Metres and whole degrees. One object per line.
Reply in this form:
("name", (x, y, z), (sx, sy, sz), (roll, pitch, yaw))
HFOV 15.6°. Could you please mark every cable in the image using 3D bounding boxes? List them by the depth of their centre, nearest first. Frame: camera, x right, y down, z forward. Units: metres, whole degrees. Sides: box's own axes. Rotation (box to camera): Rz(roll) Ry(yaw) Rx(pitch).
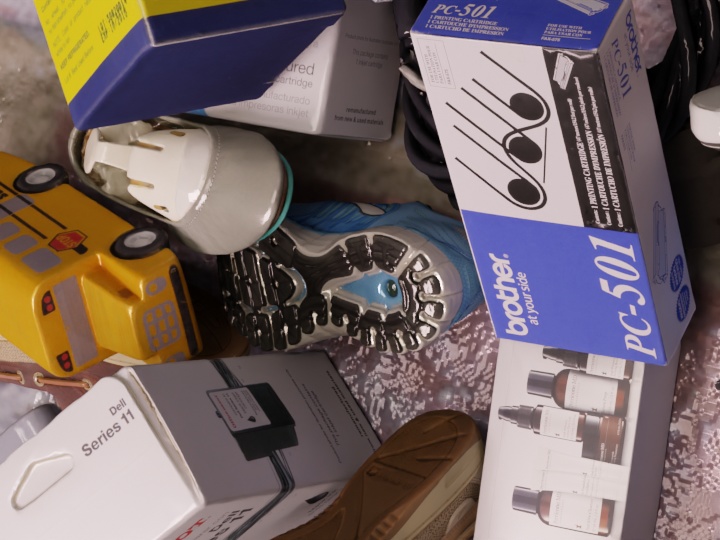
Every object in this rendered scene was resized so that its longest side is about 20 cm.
("cable", (0.096, -0.112, 1.297), (0.200, 0.051, 0.164), (-5, 74, 36))

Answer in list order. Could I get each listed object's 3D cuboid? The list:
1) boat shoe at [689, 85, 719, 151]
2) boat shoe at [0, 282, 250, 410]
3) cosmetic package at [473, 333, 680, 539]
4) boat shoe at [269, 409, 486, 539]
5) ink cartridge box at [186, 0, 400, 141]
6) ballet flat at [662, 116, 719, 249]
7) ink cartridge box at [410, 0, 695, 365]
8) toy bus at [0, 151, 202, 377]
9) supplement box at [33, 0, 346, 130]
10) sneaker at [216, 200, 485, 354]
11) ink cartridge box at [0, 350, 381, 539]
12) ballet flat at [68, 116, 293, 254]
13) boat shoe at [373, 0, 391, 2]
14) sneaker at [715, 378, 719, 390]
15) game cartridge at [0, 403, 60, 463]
("boat shoe", (0.249, -0.054, 1.195), (0.200, 0.071, 0.064), (0, 109, 1))
("boat shoe", (-0.144, 0.047, 1.453), (0.200, 0.072, 0.072), (7, 125, 27))
("cosmetic package", (0.102, 0.128, 1.321), (0.082, 0.051, 0.200), (9, 95, 29))
("boat shoe", (-0.004, 0.157, 1.314), (0.200, 0.065, 0.071), (-40, 34, -18))
("ink cartridge box", (-0.049, -0.178, 1.381), (0.145, 0.084, 0.200), (11, 95, 28))
("ballet flat", (0.209, -0.077, 1.269), (0.067, 0.046, 0.200), (45, 120, -12))
("ink cartridge box", (0.093, -0.045, 1.227), (0.094, 0.044, 0.200), (9, 139, 26))
("toy bus", (-0.167, -0.002, 1.405), (0.200, 0.078, 0.065), (31, 141, 48))
("supplement box", (-0.104, -0.187, 1.280), (0.109, 0.109, 0.200), (-37, 69, 58))
("sneaker", (0.000, 0.000, 1.364), (0.200, 0.090, 0.079), (12, 112, 47))
("ink cartridge box", (-0.097, 0.116, 1.344), (0.147, 0.200, 0.083), (-39, 73, 23))
("ballet flat", (-0.103, -0.050, 1.371), (0.200, 0.064, 0.068), (19, 94, 63))
("boat shoe", (0.006, -0.232, 1.276), (0.056, 0.069, 0.200), (7, 98, -4))
("sneaker", (0.208, 0.030, 1.230), (0.078, 0.089, 0.200), (-10, 91, 19))
("game cartridge", (-0.211, 0.187, 1.501), (0.200, 0.042, 0.133), (-42, 68, 22))
